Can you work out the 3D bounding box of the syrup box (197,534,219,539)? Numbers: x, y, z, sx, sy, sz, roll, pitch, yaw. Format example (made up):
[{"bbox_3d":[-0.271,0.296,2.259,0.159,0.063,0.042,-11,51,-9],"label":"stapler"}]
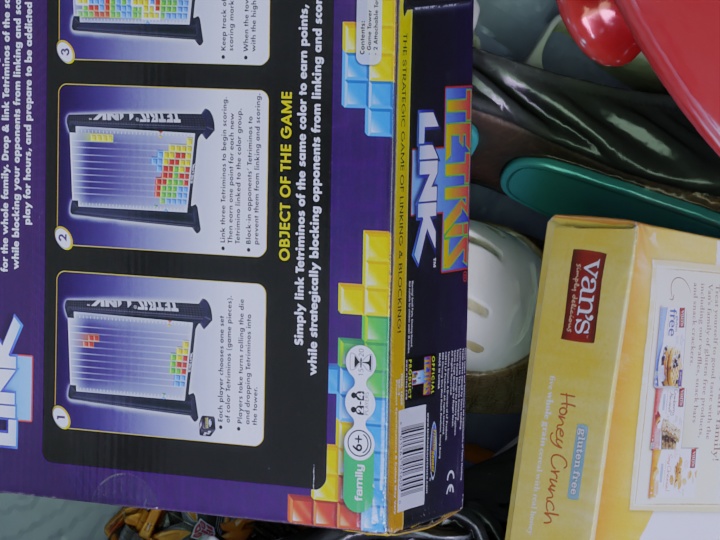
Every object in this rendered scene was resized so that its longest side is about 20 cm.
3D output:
[{"bbox_3d":[-0.084,0.177,0.915,0.081,0.079,0.200,43,129,0],"label":"syrup box"}]

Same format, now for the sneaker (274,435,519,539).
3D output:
[{"bbox_3d":[0.051,0.091,0.946,0.199,0.099,0.071,-19,93,-12],"label":"sneaker"}]

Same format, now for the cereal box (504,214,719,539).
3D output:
[{"bbox_3d":[0.125,0.065,0.950,0.199,0.039,0.145,10,87,-47],"label":"cereal box"}]

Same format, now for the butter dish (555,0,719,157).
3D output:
[{"bbox_3d":[0.127,-0.106,0.920,0.147,0.200,0.200,-23,109,29],"label":"butter dish"}]

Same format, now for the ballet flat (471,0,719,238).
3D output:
[{"bbox_3d":[0.043,-0.054,0.974,0.199,0.068,0.069,16,65,-15],"label":"ballet flat"}]

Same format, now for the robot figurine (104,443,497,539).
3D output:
[{"bbox_3d":[-0.002,0.102,1.022,0.199,0.058,0.146,24,100,-11],"label":"robot figurine"}]

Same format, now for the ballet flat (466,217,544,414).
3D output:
[{"bbox_3d":[0.000,0.000,0.978,0.199,0.072,0.068,15,72,-6],"label":"ballet flat"}]

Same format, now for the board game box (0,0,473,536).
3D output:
[{"bbox_3d":[-0.051,-0.029,0.899,0.165,0.057,0.201,5,96,28],"label":"board game box"}]
